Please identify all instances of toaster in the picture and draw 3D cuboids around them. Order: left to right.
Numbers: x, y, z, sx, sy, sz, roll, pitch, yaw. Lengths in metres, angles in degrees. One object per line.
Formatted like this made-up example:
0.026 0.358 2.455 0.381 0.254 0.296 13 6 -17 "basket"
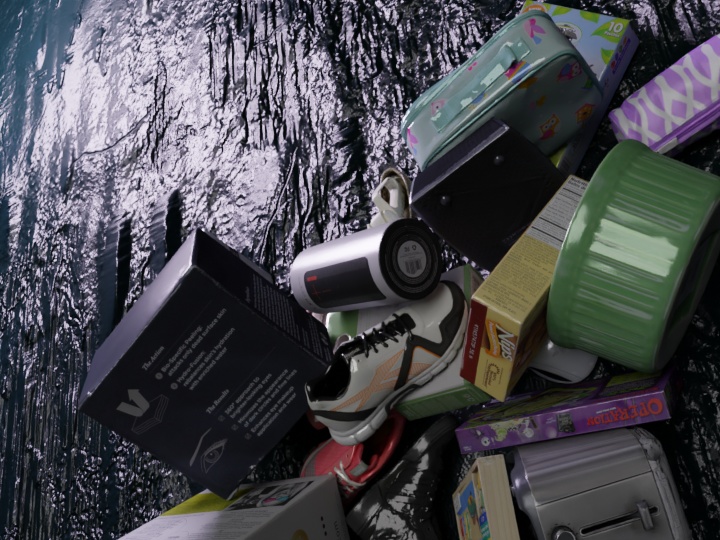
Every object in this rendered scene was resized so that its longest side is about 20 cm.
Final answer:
0.202 0.202 0.652 0.126 0.200 0.116 -17 82 7 "toaster"

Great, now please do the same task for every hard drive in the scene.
0.146 -0.071 0.771 0.134 0.199 0.043 -36 49 22 "hard drive"

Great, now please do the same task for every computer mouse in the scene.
0.163 0.060 0.811 0.197 0.044 0.112 17 83 38 "computer mouse"

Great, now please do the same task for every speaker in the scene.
0.000 0.000 0.795 0.198 0.080 0.083 -12 64 58 "speaker"

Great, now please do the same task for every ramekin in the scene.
0.258 -0.007 0.676 0.096 0.199 0.204 23 87 31 "ramekin"

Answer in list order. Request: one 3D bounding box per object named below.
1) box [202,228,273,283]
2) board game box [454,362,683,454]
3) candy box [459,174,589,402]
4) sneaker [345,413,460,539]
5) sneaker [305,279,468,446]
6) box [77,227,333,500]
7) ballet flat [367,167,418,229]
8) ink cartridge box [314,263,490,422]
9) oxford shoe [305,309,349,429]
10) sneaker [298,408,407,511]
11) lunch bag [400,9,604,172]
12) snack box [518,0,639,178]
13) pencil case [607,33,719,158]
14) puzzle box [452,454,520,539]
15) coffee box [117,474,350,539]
-0.207 0.092 0.970 0.201 0.130 0.200 -48 30 12 "box"
0.201 0.132 0.712 0.196 0.119 0.033 -18 83 30 "board game box"
0.171 0.014 0.714 0.055 0.117 0.200 27 53 23 "candy box"
0.061 0.261 0.803 0.200 0.060 0.104 -44 74 -5 "sneaker"
0.027 0.084 0.739 0.200 0.080 0.074 -47 37 -2 "sneaker"
-0.160 0.101 0.804 0.197 0.199 0.118 -47 23 11 "box"
0.038 -0.057 0.874 0.067 0.076 0.202 -28 31 22 "ballet flat"
0.045 0.090 0.815 0.197 0.048 0.148 -22 46 32 "ink cartridge box"
-0.026 0.096 0.908 0.073 0.071 0.203 -20 46 18 "oxford shoe"
-0.014 0.217 0.840 0.073 0.087 0.202 34 96 -6 "sneaker"
0.146 -0.166 0.765 0.199 0.159 0.078 -39 58 21 "lunch bag"
0.212 -0.200 0.863 0.141 0.053 0.203 29 92 38 "snack box"
0.344 -0.176 0.739 0.199 0.084 0.086 -37 19 21 "pencil case"
0.118 0.260 0.687 0.025 0.201 0.136 -7 64 -3 "puzzle box"
-0.132 0.355 0.782 0.196 0.196 0.205 -14 90 31 "coffee box"
